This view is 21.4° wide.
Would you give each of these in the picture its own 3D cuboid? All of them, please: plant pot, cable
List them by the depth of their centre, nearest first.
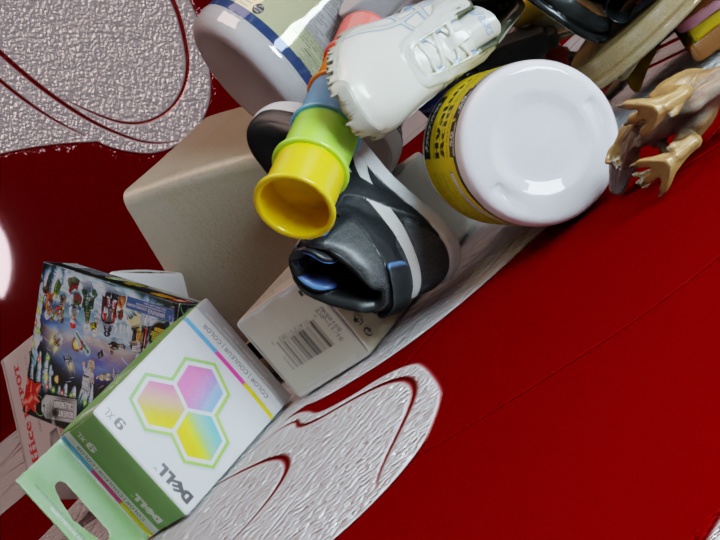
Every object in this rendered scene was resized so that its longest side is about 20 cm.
[{"bbox_3d":[0.088,-0.162,1.496,0.199,0.097,0.050,-15,30,3],"label":"cable"},{"bbox_3d":[-0.063,-0.055,1.765,0.177,0.200,0.200,-22,16,29],"label":"plant pot"}]

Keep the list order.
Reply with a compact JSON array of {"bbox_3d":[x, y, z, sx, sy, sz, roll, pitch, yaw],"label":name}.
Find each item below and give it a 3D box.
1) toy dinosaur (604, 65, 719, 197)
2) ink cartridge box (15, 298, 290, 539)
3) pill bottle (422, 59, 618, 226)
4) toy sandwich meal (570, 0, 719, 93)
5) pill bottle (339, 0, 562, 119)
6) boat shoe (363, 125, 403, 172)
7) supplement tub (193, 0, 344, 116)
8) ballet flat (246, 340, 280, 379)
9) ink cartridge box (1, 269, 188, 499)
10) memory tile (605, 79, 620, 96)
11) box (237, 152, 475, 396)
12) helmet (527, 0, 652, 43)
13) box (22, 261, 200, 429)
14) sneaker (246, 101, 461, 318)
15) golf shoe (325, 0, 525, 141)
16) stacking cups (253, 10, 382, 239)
[{"bbox_3d":[0.201,-0.104,1.142,0.200,0.060,0.106,-34,9,44],"label":"toy dinosaur"},{"bbox_3d":[-0.151,0.124,1.423,0.059,0.104,0.200,-33,10,48],"label":"ink cartridge box"},{"bbox_3d":[0.104,-0.087,1.339,0.111,0.111,0.200,-41,6,-5],"label":"pill bottle"},{"bbox_3d":[0.244,-0.189,1.428,0.205,0.070,0.205,-46,8,9],"label":"toy sandwich meal"},{"bbox_3d":[0.084,-0.178,1.563,0.120,0.200,0.120,-46,14,15],"label":"pill bottle"},{"bbox_3d":[0.000,-0.114,1.550,0.093,0.075,0.200,-49,10,-23],"label":"boat shoe"},{"bbox_3d":[-0.030,-0.227,1.651,0.200,0.145,0.145,-46,8,-14],"label":"supplement tub"},{"bbox_3d":[-0.098,0.086,1.597,0.067,0.046,0.200,-37,8,22],"label":"ballet flat"},{"bbox_3d":[-0.231,0.106,1.726,0.085,0.146,0.200,2,-27,-41],"label":"ink cartridge box"},{"bbox_3d":[0.193,-0.160,1.688,0.153,0.017,0.200,-46,8,-37],"label":"memory tile"},{"bbox_3d":[0.000,0.000,1.483,0.095,0.078,0.200,-34,10,42],"label":"box"},{"bbox_3d":[0.161,-0.284,1.372,0.200,0.191,0.200,-45,8,8],"label":"helmet"},{"bbox_3d":[-0.209,0.077,1.615,0.040,0.138,0.200,3,7,-44],"label":"box"},{"bbox_3d":[-0.031,-0.045,1.377,0.112,0.200,0.073,-31,-30,-43],"label":"sneaker"},{"bbox_3d":[0.048,-0.161,1.352,0.097,0.078,0.200,-24,14,36],"label":"golf shoe"},{"bbox_3d":[-0.019,-0.108,1.366,0.060,0.060,0.200,-34,23,40],"label":"stacking cups"}]
